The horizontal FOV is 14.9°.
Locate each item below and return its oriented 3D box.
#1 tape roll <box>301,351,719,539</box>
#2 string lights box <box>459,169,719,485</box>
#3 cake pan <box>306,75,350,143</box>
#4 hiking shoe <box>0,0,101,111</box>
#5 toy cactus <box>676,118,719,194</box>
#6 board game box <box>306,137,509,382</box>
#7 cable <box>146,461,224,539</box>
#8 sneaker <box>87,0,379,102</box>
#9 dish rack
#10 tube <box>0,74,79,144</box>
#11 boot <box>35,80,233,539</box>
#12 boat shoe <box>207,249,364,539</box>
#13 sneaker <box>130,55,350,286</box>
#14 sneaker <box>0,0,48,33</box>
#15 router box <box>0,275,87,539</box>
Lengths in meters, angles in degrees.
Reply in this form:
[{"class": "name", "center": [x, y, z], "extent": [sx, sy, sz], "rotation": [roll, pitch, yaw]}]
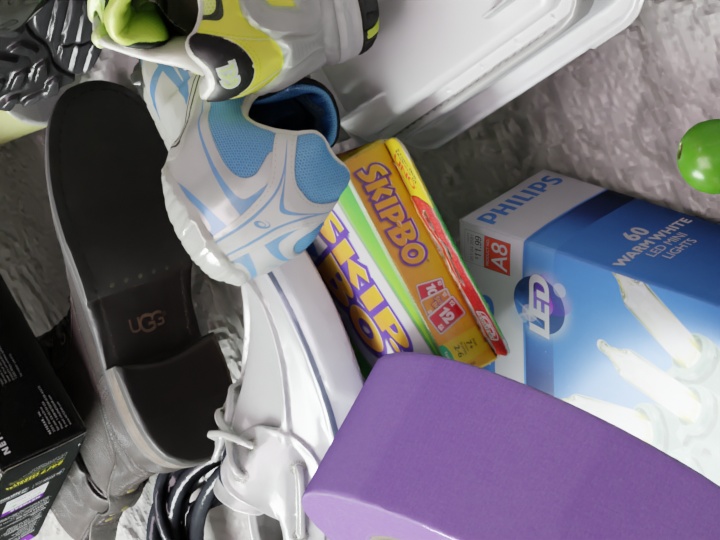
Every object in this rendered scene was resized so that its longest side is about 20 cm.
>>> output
[{"class": "tape roll", "center": [0.079, 0.109, 1.064], "extent": [0.200, 0.066, 0.200], "rotation": [27, 166, 7]}, {"class": "string lights box", "center": [0.134, 0.040, 1.060], "extent": [0.200, 0.059, 0.103], "rotation": [19, 125, 35]}, {"class": "cake pan", "center": [-0.038, -0.149, 1.136], "extent": [0.200, 0.037, 0.200], "rotation": [21, 124, 34]}, {"class": "hiking shoe", "center": [-0.210, -0.106, 1.231], "extent": [0.076, 0.200, 0.101], "rotation": [66, -169, -51]}, {"class": "toy cactus", "center": [0.211, -0.048, 0.939], "extent": [0.200, 0.102, 0.165], "rotation": [19, 105, 38]}, {"class": "board game box", "center": [0.000, 0.000, 1.125], "extent": [0.096, 0.030, 0.200], "rotation": [62, 161, -5]}, {"class": "cable", "center": [-0.026, 0.162, 1.280], "extent": [0.200, 0.051, 0.163], "rotation": [54, 136, 7]}, {"class": "sneaker", "center": [-0.082, -0.124, 1.038], "extent": [0.200, 0.076, 0.075], "rotation": [30, 140, 43]}, {"class": "dish rack", "center": [0.007, -0.133, 1.017], "extent": [0.172, 0.044, 0.200], "rotation": [59, 150, 0]}, {"class": "tube", "center": [-0.210, -0.075, 1.329], "extent": [0.200, 0.052, 0.058], "rotation": [-11, 72, 49]}, {"class": "boot", "center": [-0.130, 0.028, 1.291], "extent": [0.174, 0.069, 0.200], "rotation": [-31, 71, 61]}, {"class": "boat shoe", "center": [-0.030, 0.079, 1.152], "extent": [0.074, 0.065, 0.200], "rotation": [-131, 26, -60]}, {"class": "sneaker", "center": [-0.044, -0.055, 1.070], "extent": [0.072, 0.072, 0.200], "rotation": [60, -177, -25]}, {"class": "sneaker", "center": [-0.163, -0.172, 1.179], "extent": [0.085, 0.078, 0.200], "rotation": [108, 156, -47]}, {"class": "router box", "center": [-0.206, 0.028, 1.304], "extent": [0.200, 0.051, 0.149], "rotation": [59, 155, 14]}]
